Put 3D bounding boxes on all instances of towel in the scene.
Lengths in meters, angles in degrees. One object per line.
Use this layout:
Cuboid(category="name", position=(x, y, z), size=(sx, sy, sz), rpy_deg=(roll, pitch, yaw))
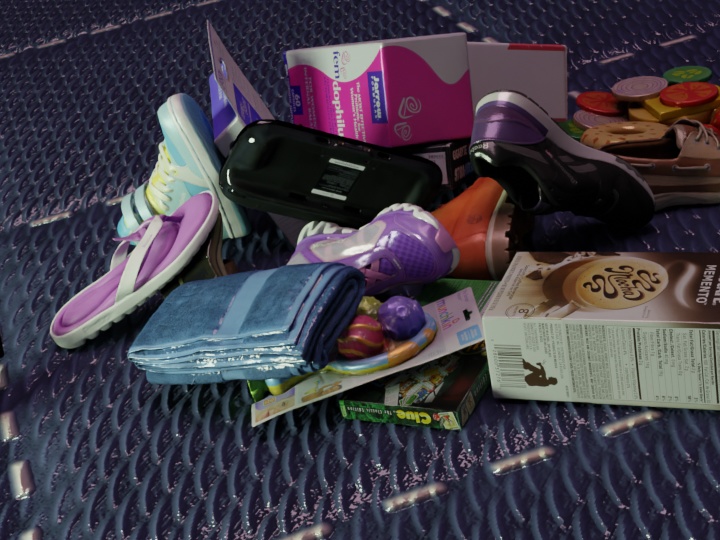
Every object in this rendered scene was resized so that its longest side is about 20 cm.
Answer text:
Cuboid(category="towel", position=(-0.095, 0.041, 1.199), size=(0.200, 0.049, 0.112), rpy_deg=(-8, 39, 39))

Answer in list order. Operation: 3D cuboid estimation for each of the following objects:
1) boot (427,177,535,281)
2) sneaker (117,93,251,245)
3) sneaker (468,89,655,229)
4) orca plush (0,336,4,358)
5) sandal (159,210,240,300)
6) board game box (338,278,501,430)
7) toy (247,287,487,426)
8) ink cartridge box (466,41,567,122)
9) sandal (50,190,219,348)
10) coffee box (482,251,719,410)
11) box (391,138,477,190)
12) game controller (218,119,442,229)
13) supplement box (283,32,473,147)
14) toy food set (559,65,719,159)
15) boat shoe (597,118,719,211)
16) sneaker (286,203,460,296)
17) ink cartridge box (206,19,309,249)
Cuboid(category="boot", position=(0.109, -0.055, 1.384), size=(0.107, 0.075, 0.200), rpy_deg=(-6, 28, 21))
Cuboid(category="sneaker", position=(-0.193, -0.083, 1.442), size=(0.130, 0.200, 0.080), rpy_deg=(-19, 51, 2))
Cuboid(category="sneaker", position=(0.179, -0.074, 1.326), size=(0.076, 0.200, 0.088), rpy_deg=(-38, 29, 50))
Cuboid(category="orca plush", position=(-0.370, 0.121, 1.255), size=(0.105, 0.071, 0.200), rpy_deg=(-48, -4, 37))
Cuboid(category="sandal", position=(-0.145, 0.017, 1.357), size=(0.080, 0.057, 0.201), rpy_deg=(-33, 41, 15))
Cuboid(category="board game box", position=(0.070, 0.065, 1.214), size=(0.105, 0.024, 0.200), rpy_deg=(1, 30, 28))
Cuboid(category="toy", position=(-0.003, 0.054, 1.189), size=(0.200, 0.047, 0.115), rpy_deg=(-24, 20, 6))
Cuboid(category="ink cartridge box", position=(0.103, -0.191, 1.543), size=(0.145, 0.084, 0.200), rpy_deg=(-5, 5, -29))
Cuboid(category="sandal", position=(-0.213, -0.007, 1.351), size=(0.203, 0.050, 0.082), rpy_deg=(-44, 34, -4))
Cuboid(category="coffee box", position=(0.209, 0.044, 1.137), size=(0.199, 0.080, 0.113), rpy_deg=(1, 29, 22))
Cuboid(category="box", position=(0.037, -0.109, 1.477), size=(0.159, 0.046, 0.200), rpy_deg=(-3, 9, 17))
Cuboid(category="game controller", position=(-0.026, -0.083, 1.336), size=(0.200, 0.104, 0.042), rpy_deg=(12, 40, -21))
Cuboid(category="supplement box", position=(0.016, -0.177, 1.443), size=(0.103, 0.102, 0.200), rpy_deg=(-11, 10, -30))
Cuboid(category="toy food set", position=(0.307, -0.157, 1.527), size=(0.199, 0.049, 0.198), rpy_deg=(-15, 26, -7))
Cuboid(category="boat shoe", position=(0.318, -0.106, 1.397), size=(0.199, 0.072, 0.076), rpy_deg=(-13, 27, -4))
Cuboid(category="sneaker", position=(0.000, 0.000, 1.292), size=(0.200, 0.081, 0.088), rpy_deg=(-9, 29, 47))
Cuboid(category="ink cartridge box", position=(-0.113, -0.141, 1.494), size=(0.043, 0.200, 0.198), rpy_deg=(-31, 26, 7))
